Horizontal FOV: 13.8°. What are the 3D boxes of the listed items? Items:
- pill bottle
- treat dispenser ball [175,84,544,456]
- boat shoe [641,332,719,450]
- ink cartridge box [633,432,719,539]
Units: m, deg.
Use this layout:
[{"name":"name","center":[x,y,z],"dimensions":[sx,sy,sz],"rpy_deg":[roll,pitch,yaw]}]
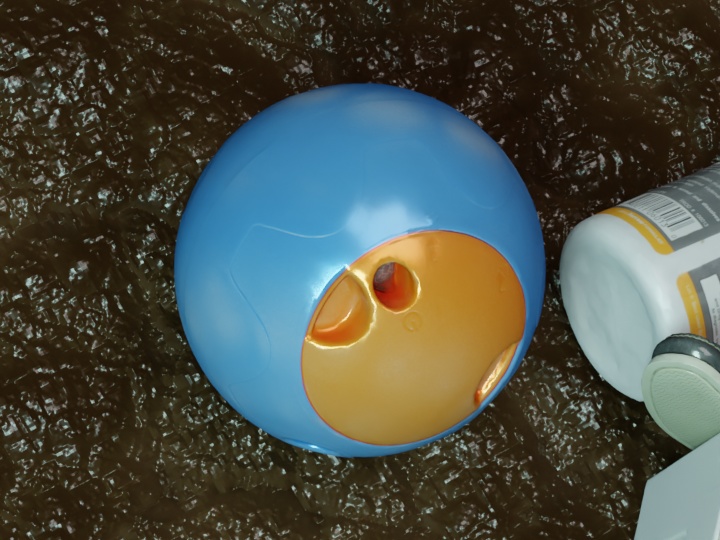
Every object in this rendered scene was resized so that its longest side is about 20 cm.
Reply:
[{"name":"pill bottle","center":[0.226,-0.009,1.755],"dimensions":[0.199,0.116,0.117],"rpy_deg":[-22,78,-25]},{"name":"treat dispenser ball","center":[0.000,0.000,1.617],"dimensions":[0.200,0.201,0.202],"rpy_deg":[7,68,-17]},{"name":"boat shoe","center":[0.218,0.074,1.696],"dimensions":[0.200,0.072,0.068],"rpy_deg":[37,62,-50]},{"name":"ink cartridge box","center":[0.269,0.165,1.685],"dimensions":[0.199,0.146,0.085],"rpy_deg":[19,66,-12]}]
